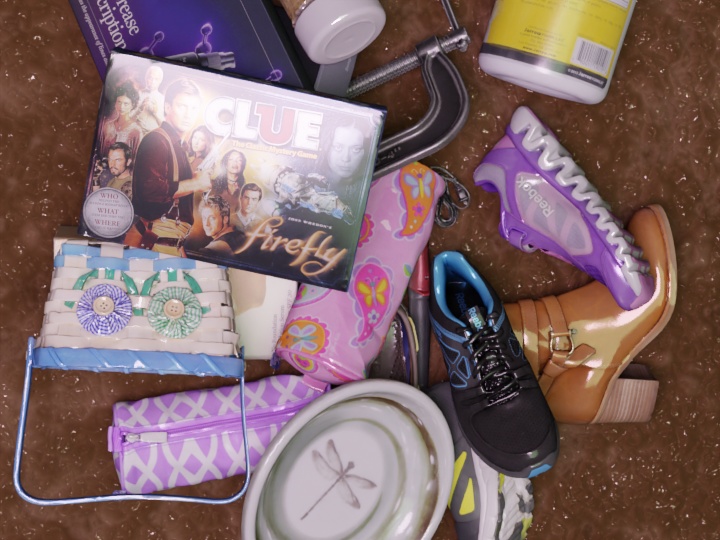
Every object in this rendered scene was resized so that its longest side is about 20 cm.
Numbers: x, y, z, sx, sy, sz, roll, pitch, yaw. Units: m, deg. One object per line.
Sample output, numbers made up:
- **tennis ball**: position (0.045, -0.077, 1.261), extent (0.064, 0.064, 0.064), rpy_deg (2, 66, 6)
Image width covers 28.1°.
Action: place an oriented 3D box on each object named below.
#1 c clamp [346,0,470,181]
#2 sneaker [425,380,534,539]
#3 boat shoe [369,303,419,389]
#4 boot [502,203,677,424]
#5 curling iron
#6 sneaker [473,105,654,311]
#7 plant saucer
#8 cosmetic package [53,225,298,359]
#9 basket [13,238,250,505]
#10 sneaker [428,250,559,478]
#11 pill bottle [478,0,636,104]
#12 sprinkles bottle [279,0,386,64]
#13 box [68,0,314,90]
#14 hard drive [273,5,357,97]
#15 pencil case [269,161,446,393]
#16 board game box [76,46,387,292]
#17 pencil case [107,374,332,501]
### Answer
- **c clamp**: position (0.010, -0.137, 1.182), extent (0.199, 0.171, 0.027), rpy_deg (-28, 140, 6)
- **sneaker**: position (0.099, 0.178, 1.259), extent (0.074, 0.084, 0.201), rpy_deg (-31, 126, -46)
- **boat shoe**: position (0.017, 0.119, 1.237), extent (0.071, 0.060, 0.201), rpy_deg (1, 98, -10)
- **boot**: position (0.186, 0.035, 1.251), extent (0.155, 0.077, 0.201), rpy_deg (6, 104, -5)
- **curling iron**: position (0.061, 0.011, 1.245), extent (0.049, 0.026, 0.201), rpy_deg (6, 97, -4)
- **sneaker**: position (0.165, -0.039, 1.206), extent (0.088, 0.080, 0.200), rpy_deg (-39, 67, 11)
- **plant saucer**: position (-0.017, 0.174, 1.154), extent (0.199, 0.050, 0.201), rpy_deg (-13, 115, -31)
- **cosmetic package**: position (-0.153, 0.018, 1.193), extent (0.199, 0.071, 0.106), rpy_deg (-1, 99, -8)
- **basket**: position (-0.172, 0.076, 1.091), extent (0.175, 0.139, 0.201), rpy_deg (0, 90, -9)
- **sneaker**: position (0.097, 0.074, 1.157), extent (0.073, 0.082, 0.200), rpy_deg (-24, 57, -3)
- **pill bottle**: position (0.176, -0.246, 1.182), extent (0.112, 0.112, 0.201), rpy_deg (16, 95, -10)
- **sprinkles bottle**: position (-0.055, -0.258, 1.117), extent (0.068, 0.068, 0.200), rpy_deg (-29, 74, -3)
- **box**: position (-0.127, -0.166, 1.113), extent (0.141, 0.079, 0.201), rpy_deg (-28, 69, 4)
- **hard drive**: position (-0.090, -0.121, 1.153), extent (0.134, 0.042, 0.201), rpy_deg (17, 81, 19)
- **pencil case**: position (0.000, 0.000, 1.170), extent (0.087, 0.087, 0.201), rpy_deg (24, 76, -11)
- **board game box**: position (-0.092, -0.072, 1.031), extent (0.199, 0.035, 0.136), rpy_deg (12, 102, -2)
- **pencil case**: position (-0.115, 0.133, 1.207), extent (0.199, 0.086, 0.084), rpy_deg (-10, 65, -9)
